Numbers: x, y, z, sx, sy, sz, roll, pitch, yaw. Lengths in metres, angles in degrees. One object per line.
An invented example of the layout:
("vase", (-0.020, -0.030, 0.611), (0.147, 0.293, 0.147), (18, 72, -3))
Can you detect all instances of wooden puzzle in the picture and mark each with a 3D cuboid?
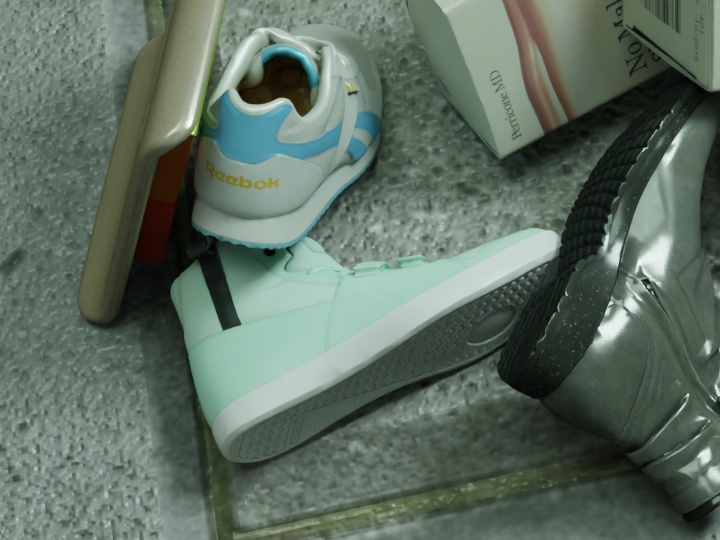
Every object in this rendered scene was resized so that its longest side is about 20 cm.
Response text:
("wooden puzzle", (-0.093, -0.091, 1.316), (0.037, 0.200, 0.186), (16, 60, -10))

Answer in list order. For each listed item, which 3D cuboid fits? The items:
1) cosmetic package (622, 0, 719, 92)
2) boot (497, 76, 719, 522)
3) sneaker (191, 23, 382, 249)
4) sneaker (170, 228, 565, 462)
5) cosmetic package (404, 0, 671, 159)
("cosmetic package", (0.237, -0.152, 1.271), (0.199, 0.072, 0.105), (-11, 27, -16))
("boot", (0.158, 0.013, 1.245), (0.130, 0.068, 0.201), (35, 65, -11))
("sneaker", (-0.030, -0.086, 1.317), (0.076, 0.081, 0.200), (12, 29, 6))
("sneaker", (0.000, 0.000, 1.292), (0.199, 0.074, 0.119), (-26, 63, -1))
("cosmetic package", (0.127, -0.158, 1.338), (0.199, 0.104, 0.087), (-29, 36, -5))
